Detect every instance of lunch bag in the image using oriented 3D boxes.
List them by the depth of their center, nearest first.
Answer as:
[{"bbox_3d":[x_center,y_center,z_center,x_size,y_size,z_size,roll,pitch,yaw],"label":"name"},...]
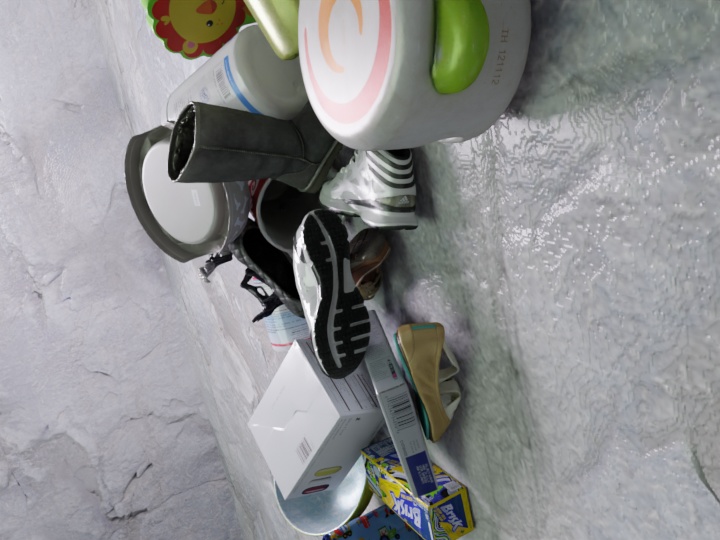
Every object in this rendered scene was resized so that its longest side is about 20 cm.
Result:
[{"bbox_3d":[0.006,0.470,1.144,0.095,0.149,0.200,62,155,21],"label":"lunch bag"}]

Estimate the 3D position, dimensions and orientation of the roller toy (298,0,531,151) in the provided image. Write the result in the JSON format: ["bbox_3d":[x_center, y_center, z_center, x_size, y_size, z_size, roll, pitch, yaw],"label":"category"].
[{"bbox_3d":[0.042,-0.197,0.563,0.183,0.139,0.201,-51,56,53],"label":"roller toy"}]

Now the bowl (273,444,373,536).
[{"bbox_3d":[-0.043,0.361,1.199,0.107,0.200,0.200,31,-163,-50],"label":"bowl"}]

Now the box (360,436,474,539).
[{"bbox_3d":[0.076,0.310,0.975,0.200,0.064,0.071,17,123,63],"label":"box"}]

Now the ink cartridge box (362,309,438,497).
[{"bbox_3d":[0.039,0.156,0.893,0.201,0.043,0.197,-110,1,-55],"label":"ink cartridge box"}]

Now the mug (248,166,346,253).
[{"bbox_3d":[-0.102,-0.138,1.003,0.133,0.178,0.200,40,180,-33],"label":"mug"}]

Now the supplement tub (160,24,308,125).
[{"bbox_3d":[-0.174,-0.236,0.952,0.199,0.131,0.133,-21,88,43],"label":"supplement tub"}]

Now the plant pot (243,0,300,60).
[{"bbox_3d":[-0.059,-0.317,0.667,0.200,0.199,0.185,12,129,64],"label":"plant pot"}]

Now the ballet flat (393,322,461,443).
[{"bbox_3d":[0.089,0.136,0.804,0.069,0.062,0.201,-104,-3,-46],"label":"ballet flat"}]

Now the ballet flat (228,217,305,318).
[{"bbox_3d":[-0.124,-0.015,0.978,0.200,0.066,0.057,46,149,4],"label":"ballet flat"}]

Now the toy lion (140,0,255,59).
[{"bbox_3d":[-0.188,-0.374,0.881,0.069,0.190,0.201,55,152,32],"label":"toy lion"}]

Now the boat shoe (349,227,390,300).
[{"bbox_3d":[0.000,0.000,0.916,0.072,0.076,0.200,40,160,-8],"label":"boat shoe"}]

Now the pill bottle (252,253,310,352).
[{"bbox_3d":[-0.122,0.028,1.148,0.109,0.108,0.202,5,111,65],"label":"pill bottle"}]

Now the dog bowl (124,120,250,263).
[{"bbox_3d":[-0.233,-0.110,0.933,0.199,0.059,0.202,17,121,29],"label":"dog bowl"}]

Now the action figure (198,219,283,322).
[{"bbox_3d":[-0.191,-0.026,1.053,0.201,0.102,0.119,54,142,14],"label":"action figure"}]

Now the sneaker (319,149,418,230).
[{"bbox_3d":[0.012,-0.120,0.808,0.200,0.075,0.117,27,117,60],"label":"sneaker"}]

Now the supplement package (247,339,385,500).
[{"bbox_3d":[-0.069,0.233,1.090,0.156,0.110,0.201,53,126,36],"label":"supplement package"}]

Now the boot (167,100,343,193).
[{"bbox_3d":[-0.110,-0.172,0.798,0.073,0.199,0.183,45,119,46],"label":"boot"}]

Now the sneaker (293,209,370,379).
[{"bbox_3d":[-0.040,0.031,0.832,0.080,0.073,0.202,160,104,-65],"label":"sneaker"}]
